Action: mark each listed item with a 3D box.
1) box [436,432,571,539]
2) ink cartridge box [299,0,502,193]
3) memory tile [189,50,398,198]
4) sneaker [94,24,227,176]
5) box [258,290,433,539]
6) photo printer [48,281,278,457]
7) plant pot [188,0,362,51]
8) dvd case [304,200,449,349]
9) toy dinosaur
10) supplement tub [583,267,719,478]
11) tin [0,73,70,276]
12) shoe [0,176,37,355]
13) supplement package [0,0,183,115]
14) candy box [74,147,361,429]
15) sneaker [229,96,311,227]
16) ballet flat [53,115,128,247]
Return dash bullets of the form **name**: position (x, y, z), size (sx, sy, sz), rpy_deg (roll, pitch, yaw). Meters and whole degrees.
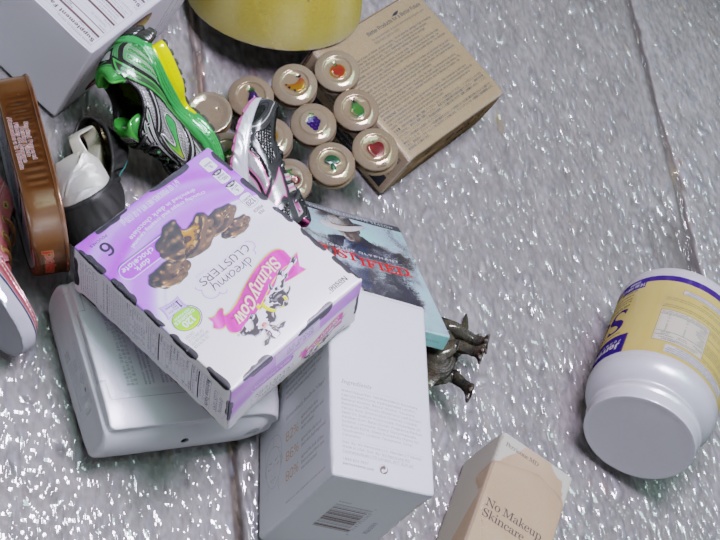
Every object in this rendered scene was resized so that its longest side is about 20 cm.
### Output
- **box**: position (0.128, 0.268, 1.641), size (0.095, 0.078, 0.201), rpy_deg (33, 48, -10)
- **ink cartridge box**: position (0.041, -0.204, 1.902), size (0.165, 0.075, 0.200), rpy_deg (48, 47, 5)
- **memory tile**: position (-0.072, -0.145, 1.770), size (0.198, 0.017, 0.154), rpy_deg (-20, 71, -14)
- **sneaker**: position (-0.201, -0.134, 1.663), size (0.085, 0.078, 0.201), rpy_deg (-47, 118, -36)
- **box**: position (-0.016, 0.141, 1.578), size (0.105, 0.152, 0.202), rpy_deg (16, 53, -24)
- **photo printer**: position (-0.174, 0.084, 1.565), size (0.198, 0.069, 0.168), rpy_deg (-4, 62, -35)
- **plant pot**: position (-0.083, -0.353, 1.828), size (0.198, 0.143, 0.201), rpy_deg (8, 41, -8)
- **dvd case**: position (0.000, 0.000, 1.722), size (0.145, 0.022, 0.201), rpy_deg (15, 28, -25)
- **toy dinosaur**: position (0.078, 0.076, 1.734), size (0.101, 0.077, 0.201), rpy_deg (17, 38, 6)
- **supplement tub**: position (0.327, 0.111, 1.836), size (0.145, 0.145, 0.201), rpy_deg (37, 47, -8)
- **tin**: position (-0.306, -0.088, 1.562), size (0.041, 0.112, 0.201), rpy_deg (-13, 62, -12)
- **shoe**: position (-0.336, -0.022, 1.527), size (0.200, 0.072, 0.091), rpy_deg (49, 49, 9)
- **supplement package**: position (-0.270, -0.269, 1.709), size (0.109, 0.114, 0.200), rpy_deg (43, 48, -1)
- **candy box**: position (-0.126, 0.013, 1.499), size (0.200, 0.072, 0.167), rpy_deg (40, 59, 18)
- **sneaker**: position (-0.090, -0.070, 1.691), size (0.085, 0.080, 0.202), rpy_deg (6, 79, -3)
- **ballet flat**: position (-0.259, -0.087, 1.589), size (0.069, 0.068, 0.200), rpy_deg (61, 8, -28)
